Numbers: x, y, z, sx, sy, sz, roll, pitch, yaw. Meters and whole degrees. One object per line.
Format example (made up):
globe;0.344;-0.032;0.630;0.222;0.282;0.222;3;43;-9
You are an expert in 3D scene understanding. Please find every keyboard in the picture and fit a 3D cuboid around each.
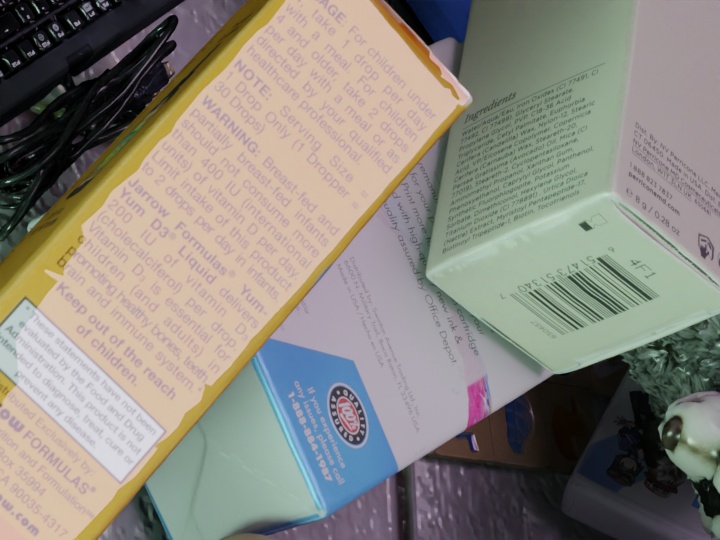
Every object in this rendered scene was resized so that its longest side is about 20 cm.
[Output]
keyboard;-0.092;-0.084;0.875;0.200;0.040;0.104;-43;108;-50

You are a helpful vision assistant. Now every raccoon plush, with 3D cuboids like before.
raccoon plush;0.184;0.046;0.970;0.200;0.134;0.097;-10;122;-18

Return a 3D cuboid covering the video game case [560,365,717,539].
video game case;0.198;0.063;1.062;0.200;0.022;0.182;26;52;9

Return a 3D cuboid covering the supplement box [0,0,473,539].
supplement box;-0.059;0.005;0.779;0.069;0.067;0.200;43;72;-11

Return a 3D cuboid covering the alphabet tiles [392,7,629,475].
alphabet tiles;0.036;-0.011;1.032;0.200;0.006;0.167;11;66;-49

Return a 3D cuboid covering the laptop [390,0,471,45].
laptop;0.080;-0.162;1.068;0.103;0.200;0.177;26;36;14

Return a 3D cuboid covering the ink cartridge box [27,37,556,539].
ink cartridge box;0.000;0.000;0.920;0.200;0.068;0.115;-27;94;-51

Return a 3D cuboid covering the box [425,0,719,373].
box;0.082;-0.073;0.932;0.068;0.082;0.200;37;49;-31

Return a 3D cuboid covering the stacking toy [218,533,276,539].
stacking toy;0.043;0.119;0.873;0.200;0.085;0.086;1;73;-32
